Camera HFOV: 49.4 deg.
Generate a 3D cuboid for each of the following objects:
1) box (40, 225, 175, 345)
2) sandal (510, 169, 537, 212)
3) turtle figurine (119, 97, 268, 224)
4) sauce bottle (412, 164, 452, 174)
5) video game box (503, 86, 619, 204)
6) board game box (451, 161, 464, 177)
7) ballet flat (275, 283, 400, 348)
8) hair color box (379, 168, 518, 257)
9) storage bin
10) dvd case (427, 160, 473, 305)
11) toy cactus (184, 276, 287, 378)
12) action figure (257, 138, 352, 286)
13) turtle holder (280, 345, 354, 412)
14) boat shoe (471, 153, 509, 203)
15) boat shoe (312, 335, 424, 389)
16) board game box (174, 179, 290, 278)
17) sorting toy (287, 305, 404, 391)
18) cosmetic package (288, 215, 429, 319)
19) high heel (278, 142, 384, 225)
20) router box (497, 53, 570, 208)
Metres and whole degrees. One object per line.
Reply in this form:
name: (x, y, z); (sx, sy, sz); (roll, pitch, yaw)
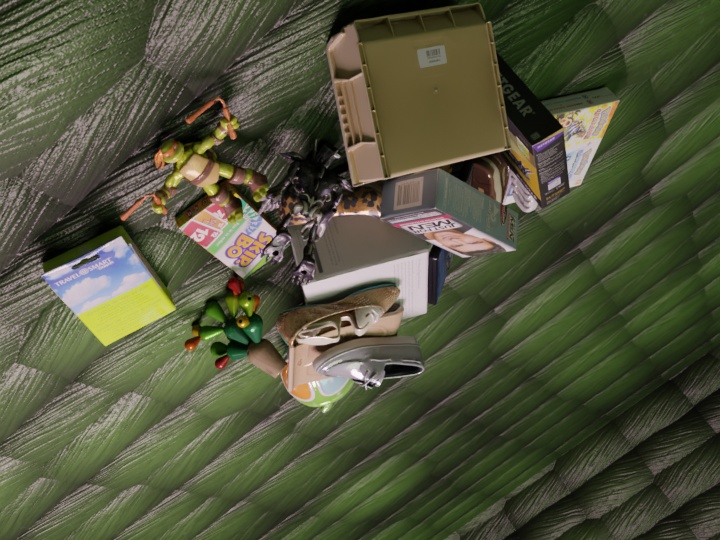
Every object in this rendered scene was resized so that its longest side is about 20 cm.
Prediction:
box: (-0.356, 0.020, 1.113); (0.122, 0.048, 0.200); (-28, 147, -7)
sandal: (0.281, -0.185, 1.275); (0.050, 0.083, 0.203); (-20, 142, -15)
turtle figurine: (-0.210, -0.123, 1.025); (0.200, 0.064, 0.161); (-50, 135, 7)
sauce bottle: (0.105, -0.165, 1.182); (0.066, 0.066, 0.200); (-27, 146, -7)
video game box: (0.339, -0.216, 1.376); (0.182, 0.047, 0.200); (-18, 145, -23)
board game box: (0.086, -0.169, 1.244); (0.200, 0.028, 0.135); (-17, 145, -22)
ballet flat: (-0.028, 0.077, 1.201); (0.199, 0.065, 0.071); (-16, 148, -4)
hair color box: (0.130, -0.077, 1.116); (0.099, 0.061, 0.200); (-7, 161, 42)
storage bin: (0.076, -0.229, 1.022); (0.200, 0.094, 0.199); (-16, 101, -22)
dvd case: (0.146, -0.062, 1.275); (0.143, 0.018, 0.200); (82, 27, -57)
toy cactus: (-0.192, 0.111, 1.265); (0.200, 0.165, 0.102); (-53, 174, 39)
action figure: (-0.084, -0.085, 1.080); (0.119, 0.200, 0.102); (30, 142, -22)
turtle holder: (-0.063, 0.161, 1.452); (0.185, 0.141, 0.132); (-28, 146, -2)
boat shoe: (0.228, -0.141, 1.360); (0.075, 0.075, 0.202); (-48, 162, -19)
boat shoe: (0.020, 0.155, 1.285); (0.200, 0.072, 0.070); (-5, 146, -30)
board game box: (-0.184, -0.054, 1.180); (0.095, 0.030, 0.200); (-36, 149, 5)
sorting toy: (-0.030, 0.128, 1.317); (0.199, 0.037, 0.185); (-15, 150, -16)
cosmetic package: (0.000, 0.000, 1.275); (0.199, 0.123, 0.200); (-14, 149, -5)
high heel: (-0.018, -0.081, 1.178); (0.200, 0.071, 0.143); (35, 109, -14)
router box: (0.228, -0.211, 1.148); (0.052, 0.200, 0.157); (-30, 146, 1)
